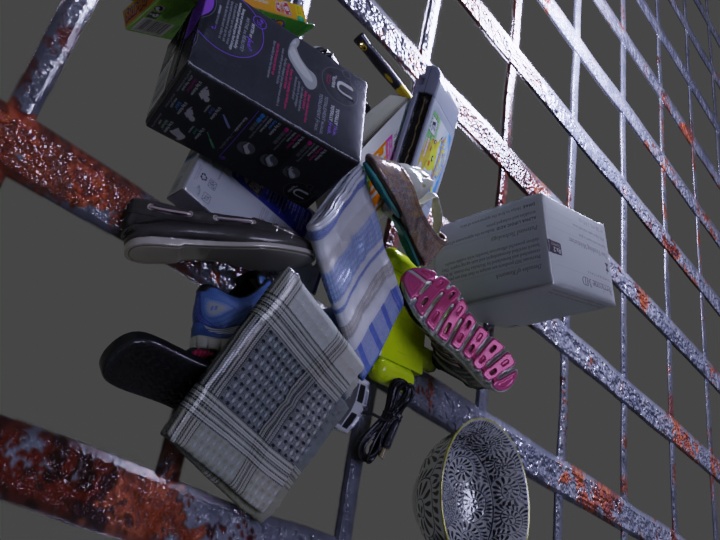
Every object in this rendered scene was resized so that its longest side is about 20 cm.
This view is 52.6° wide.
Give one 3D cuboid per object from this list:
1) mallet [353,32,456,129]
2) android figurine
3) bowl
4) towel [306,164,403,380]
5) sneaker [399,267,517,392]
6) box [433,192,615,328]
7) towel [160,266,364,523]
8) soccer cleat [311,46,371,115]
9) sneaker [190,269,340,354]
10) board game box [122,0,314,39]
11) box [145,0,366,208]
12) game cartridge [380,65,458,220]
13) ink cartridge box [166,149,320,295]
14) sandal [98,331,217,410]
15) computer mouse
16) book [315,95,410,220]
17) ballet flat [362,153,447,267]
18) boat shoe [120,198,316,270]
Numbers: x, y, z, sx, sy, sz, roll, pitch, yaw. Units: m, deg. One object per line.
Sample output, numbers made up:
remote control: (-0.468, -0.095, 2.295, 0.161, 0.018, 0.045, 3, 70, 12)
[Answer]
mallet: (0.068, -0.269, 1.070, 0.201, 0.065, 0.041, 52, 42, -24)
android figurine: (0.039, 0.061, 0.953, 0.199, 0.041, 0.185, 32, 56, -41)
bowl: (0.128, 0.296, 0.937, 0.199, 0.093, 0.205, 18, 65, -45)
towel: (0.000, 0.000, 0.825, 0.147, 0.023, 0.203, -57, 136, -52)
sneaker: (0.114, 0.085, 0.959, 0.200, 0.087, 0.074, 46, 60, -5)
box: (0.239, -0.004, 1.079, 0.197, 0.198, 0.133, 14, 67, -45)
towel: (-0.080, 0.130, 0.713, 0.194, 0.034, 0.201, -54, 140, -22)
soccer cleat: (-0.040, -0.208, 0.934, 0.200, 0.072, 0.069, 49, 60, -52)
sneaker: (-0.092, 0.043, 0.780, 0.198, 0.078, 0.091, 4, 77, -48)
board game box: (-0.149, -0.276, 0.801, 0.198, 0.095, 0.031, -1, 77, -49)
box: (-0.102, -0.174, 0.756, 0.198, 0.106, 0.124, 26, 51, -28)
game cartridge: (0.086, -0.160, 1.003, 0.133, 0.040, 0.204, 29, 77, -71)
ink cartridge box: (-0.115, -0.061, 0.816, 0.200, 0.039, 0.101, 42, 49, -31)
sandal: (-0.161, 0.102, 0.692, 0.200, 0.075, 0.045, 41, 6, -44)
computer mouse: (-0.024, 0.146, 0.843, 0.199, 0.044, 0.111, 34, 79, -36)
book: (0.010, -0.123, 0.944, 0.200, 0.047, 0.136, -51, 146, -44)
ballet flat: (0.061, -0.085, 0.895, 0.068, 0.067, 0.201, 53, -4, 39)
boat shoe: (-0.137, -0.039, 0.730, 0.196, 0.067, 0.058, 3, 67, -25)
